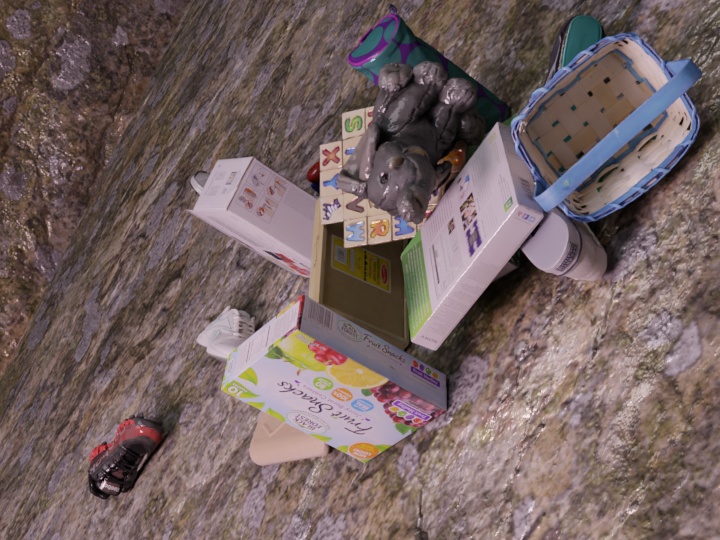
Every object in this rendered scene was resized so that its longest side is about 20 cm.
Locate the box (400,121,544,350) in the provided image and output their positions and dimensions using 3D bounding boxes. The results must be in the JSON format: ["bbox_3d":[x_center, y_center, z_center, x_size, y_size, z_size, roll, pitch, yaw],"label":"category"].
[{"bbox_3d":[0.109,-0.035,1.233,0.200,0.036,0.145,-53,25,32],"label":"box"}]

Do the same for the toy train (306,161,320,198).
[{"bbox_3d":[-0.023,-0.147,1.706,0.199,0.084,0.116,-25,31,51],"label":"toy train"}]

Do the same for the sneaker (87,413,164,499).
[{"bbox_3d":[-0.372,0.298,1.879,0.200,0.070,0.099,-40,31,40],"label":"sneaker"}]

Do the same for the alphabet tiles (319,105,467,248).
[{"bbox_3d":[0.036,-0.116,1.388,0.198,0.006,0.168,-8,75,31],"label":"alphabet tiles"}]

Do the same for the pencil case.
[{"bbox_3d":[0.084,-0.223,1.435,0.085,0.199,0.093,-47,27,17],"label":"pencil case"}]

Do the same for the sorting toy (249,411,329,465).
[{"bbox_3d":[-0.063,0.145,1.517,0.185,0.036,0.202,-21,49,54],"label":"sorting toy"}]

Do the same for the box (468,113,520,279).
[{"bbox_3d":[0.131,-0.066,1.357,0.144,0.036,0.202,-31,39,46],"label":"box"}]

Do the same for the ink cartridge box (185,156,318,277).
[{"bbox_3d":[-0.120,-0.070,1.649,0.175,0.199,0.084,7,67,62],"label":"ink cartridge box"}]

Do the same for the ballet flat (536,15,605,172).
[{"bbox_3d":[0.222,-0.179,1.300,0.073,0.073,0.202,-9,61,59],"label":"ballet flat"}]

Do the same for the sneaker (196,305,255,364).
[{"bbox_3d":[-0.186,0.097,1.751,0.081,0.070,0.200,-58,24,-3],"label":"sneaker"}]

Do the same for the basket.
[{"bbox_3d":[0.230,-0.133,1.104,0.176,0.139,0.200,-40,2,14],"label":"basket"}]

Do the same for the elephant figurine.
[{"bbox_3d":[0.042,-0.113,1.269,0.140,0.156,0.201,11,64,22],"label":"elephant figurine"}]

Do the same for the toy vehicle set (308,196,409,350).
[{"bbox_3d":[0.000,0.000,1.437,0.027,0.123,0.201,-49,26,37],"label":"toy vehicle set"}]

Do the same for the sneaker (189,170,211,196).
[{"bbox_3d":[-0.245,-0.144,2.136,0.080,0.074,0.200,-50,31,-2],"label":"sneaker"}]

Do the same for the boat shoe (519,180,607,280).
[{"bbox_3d":[0.189,-0.048,1.201,0.071,0.069,0.200,-61,26,15],"label":"boat shoe"}]

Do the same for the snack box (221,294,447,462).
[{"bbox_3d":[-0.027,0.120,1.270,0.142,0.199,0.053,-37,33,39],"label":"snack box"}]
